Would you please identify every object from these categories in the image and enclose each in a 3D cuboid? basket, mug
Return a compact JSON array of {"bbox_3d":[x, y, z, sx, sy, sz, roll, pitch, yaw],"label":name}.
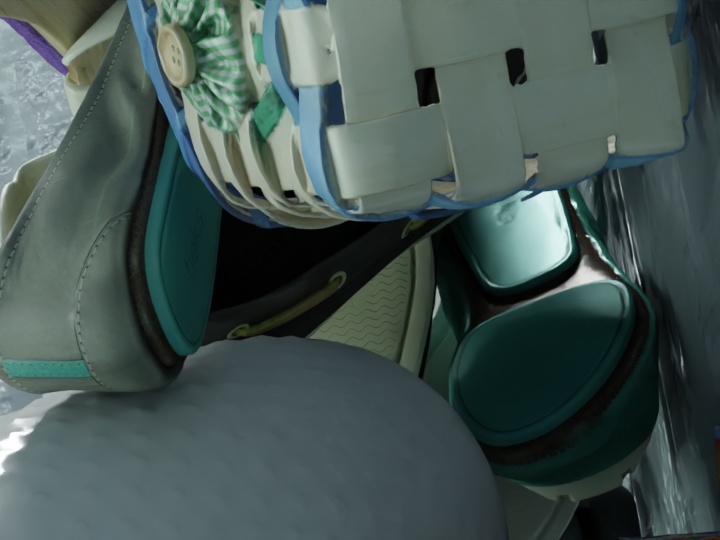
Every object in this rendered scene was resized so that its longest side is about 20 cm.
[{"bbox_3d":[0.005,-0.099,0.741,0.200,0.138,0.177,-126,25,-77],"label":"basket"},{"bbox_3d":[-0.062,0.104,0.815,0.200,0.175,0.148,-28,92,48],"label":"mug"}]

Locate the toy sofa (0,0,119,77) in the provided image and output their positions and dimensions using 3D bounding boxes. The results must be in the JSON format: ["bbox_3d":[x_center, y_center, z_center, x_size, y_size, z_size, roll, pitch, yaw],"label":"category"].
[{"bbox_3d":[-0.083,-0.102,0.886,0.098,0.083,0.200,-59,-26,-7],"label":"toy sofa"}]

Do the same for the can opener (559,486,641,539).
[{"bbox_3d":[0.095,0.174,1.021,0.067,0.053,0.201,4,106,54],"label":"can opener"}]

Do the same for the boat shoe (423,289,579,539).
[{"bbox_3d":[0.034,0.032,1.034,0.060,0.074,0.201,-51,30,43],"label":"boat shoe"}]

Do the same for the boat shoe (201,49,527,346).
[{"bbox_3d":[0.004,-0.040,0.895,0.072,0.201,0.061,41,157,3],"label":"boat shoe"}]

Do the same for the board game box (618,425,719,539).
[{"bbox_3d":[0.093,0.116,0.724,0.200,0.039,0.159,100,160,-85],"label":"board game box"}]

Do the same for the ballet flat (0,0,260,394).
[{"bbox_3d":[-0.060,-0.041,0.812,0.200,0.063,0.068,-73,-32,-50],"label":"ballet flat"}]

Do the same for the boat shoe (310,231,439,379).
[{"bbox_3d":[0.000,0.000,0.959,0.068,0.071,0.201,52,-144,-54],"label":"boat shoe"}]

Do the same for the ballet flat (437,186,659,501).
[{"bbox_3d":[0.063,0.030,0.925,0.200,0.067,0.071,-97,-16,-66],"label":"ballet flat"}]
